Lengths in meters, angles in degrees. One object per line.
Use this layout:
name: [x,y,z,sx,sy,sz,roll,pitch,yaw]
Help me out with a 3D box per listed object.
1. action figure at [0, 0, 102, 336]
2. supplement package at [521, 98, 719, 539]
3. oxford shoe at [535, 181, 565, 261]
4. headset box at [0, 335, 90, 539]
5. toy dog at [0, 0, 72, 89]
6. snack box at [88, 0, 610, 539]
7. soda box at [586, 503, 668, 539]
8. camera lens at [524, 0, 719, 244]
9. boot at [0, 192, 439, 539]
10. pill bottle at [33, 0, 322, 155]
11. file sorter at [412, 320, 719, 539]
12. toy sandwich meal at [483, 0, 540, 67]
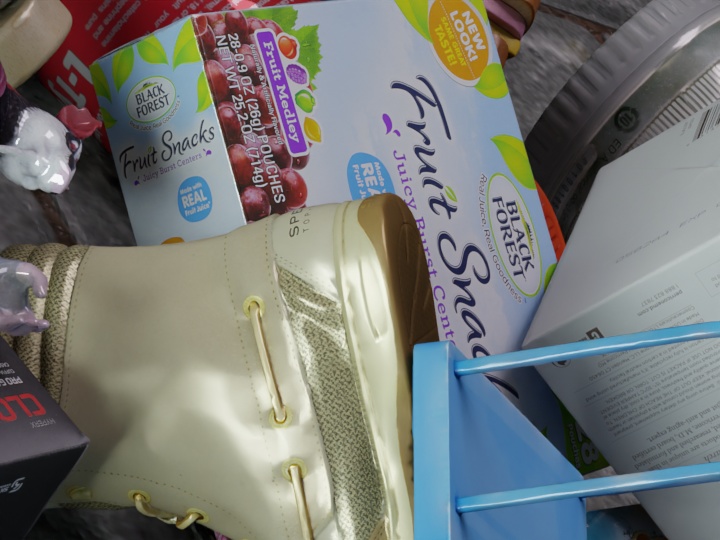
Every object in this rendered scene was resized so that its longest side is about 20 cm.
action figure: [-0.163,-0.059,0.817,0.148,0.135,0.200,3,-16,36]
supplement package: [0.193,0.036,1.013,0.200,0.151,0.151,52,31,-14]
oxford shoe: [0.035,-0.028,1.207,0.071,0.072,0.201,-31,93,-46]
headset box: [-0.191,0.031,0.791,0.200,0.077,0.148,47,26,19]
toy dog: [-0.118,-0.162,0.993,0.132,0.096,0.201,37,44,-39]
snack box: [0.000,0.000,0.985,0.168,0.067,0.202,-11,85,-48]
soda box: [0.121,0.135,1.046,0.199,0.068,0.064,-1,55,-54]
camera lens: [0.196,-0.029,1.317,0.200,0.160,0.160,46,26,14]
boot: [-0.046,0.082,0.871,0.073,0.154,0.202,-21,105,-75]
pill bottle: [-0.069,-0.090,1.113,0.200,0.112,0.112,45,26,11]
file sorter: [0.096,0.132,0.822,0.139,0.122,0.202,45,40,-57]
toy sandwich meal: [-0.019,-0.141,1.240,0.204,0.205,0.071,24,68,-30]
